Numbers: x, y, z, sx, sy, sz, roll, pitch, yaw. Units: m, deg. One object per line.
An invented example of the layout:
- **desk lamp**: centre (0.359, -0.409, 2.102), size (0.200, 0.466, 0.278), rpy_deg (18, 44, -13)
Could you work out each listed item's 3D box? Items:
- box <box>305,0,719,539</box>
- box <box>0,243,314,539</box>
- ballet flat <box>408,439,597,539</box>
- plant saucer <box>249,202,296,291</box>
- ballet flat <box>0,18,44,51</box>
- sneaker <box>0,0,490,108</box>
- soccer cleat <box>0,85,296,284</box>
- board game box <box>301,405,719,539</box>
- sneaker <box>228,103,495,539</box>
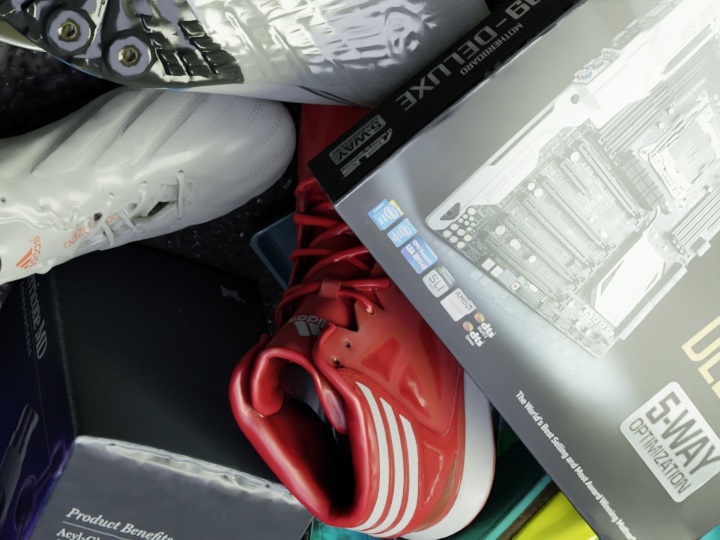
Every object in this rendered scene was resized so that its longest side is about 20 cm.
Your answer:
- **box**: centre (0.102, -0.009, 0.847), size (0.157, 0.050, 0.200), rpy_deg (-38, 114, 2)
- **box**: centre (-0.113, 0.109, 0.955), size (0.104, 0.148, 0.201), rpy_deg (17, 117, -23)
- **ballet flat**: centre (0.097, 0.078, 0.950), size (0.200, 0.067, 0.067), rpy_deg (-44, 116, -17)
- **plant saucer**: centre (0.028, 0.033, 1.019), size (0.070, 0.019, 0.200), rpy_deg (-30, 126, 7)
- **ballet flat**: centre (-0.135, -0.122, 0.847), size (0.199, 0.068, 0.075), rpy_deg (30, 121, -33)
- **sneaker**: centre (-0.049, -0.099, 0.833), size (0.198, 0.072, 0.072), rpy_deg (10, 102, -24)
- **soccer cleat**: centre (-0.119, -0.027, 0.903), size (0.198, 0.078, 0.070), rpy_deg (-8, 125, -9)
- **board game box**: centre (0.067, 0.081, 0.983), size (0.198, 0.028, 0.137), rpy_deg (12, 79, -25)
- **sneaker**: centre (0.000, 0.000, 0.876), size (0.078, 0.202, 0.115), rpy_deg (-15, 170, 23)
